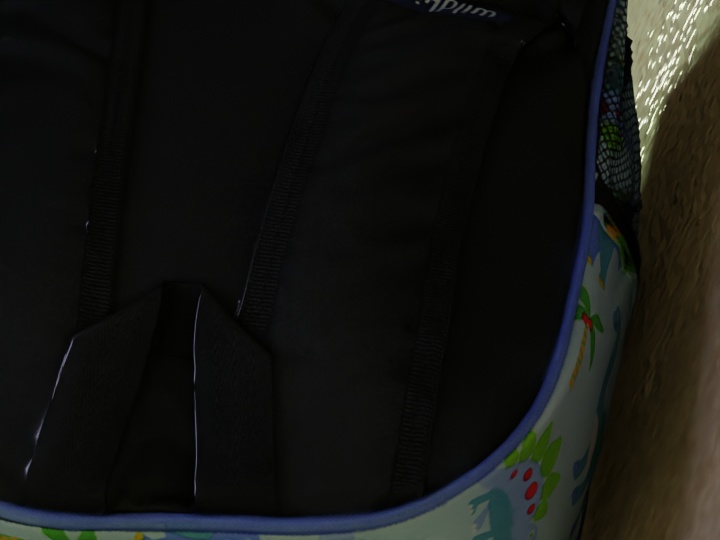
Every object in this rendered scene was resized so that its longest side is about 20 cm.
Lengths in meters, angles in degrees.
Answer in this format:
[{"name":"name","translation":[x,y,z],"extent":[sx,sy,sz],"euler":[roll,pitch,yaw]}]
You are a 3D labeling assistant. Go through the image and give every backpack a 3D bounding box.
[{"name":"backpack","translation":[-0.023,0.009,0.524],"extent":[0.148,0.181,0.201],"euler":[85,-169,-48]}]
